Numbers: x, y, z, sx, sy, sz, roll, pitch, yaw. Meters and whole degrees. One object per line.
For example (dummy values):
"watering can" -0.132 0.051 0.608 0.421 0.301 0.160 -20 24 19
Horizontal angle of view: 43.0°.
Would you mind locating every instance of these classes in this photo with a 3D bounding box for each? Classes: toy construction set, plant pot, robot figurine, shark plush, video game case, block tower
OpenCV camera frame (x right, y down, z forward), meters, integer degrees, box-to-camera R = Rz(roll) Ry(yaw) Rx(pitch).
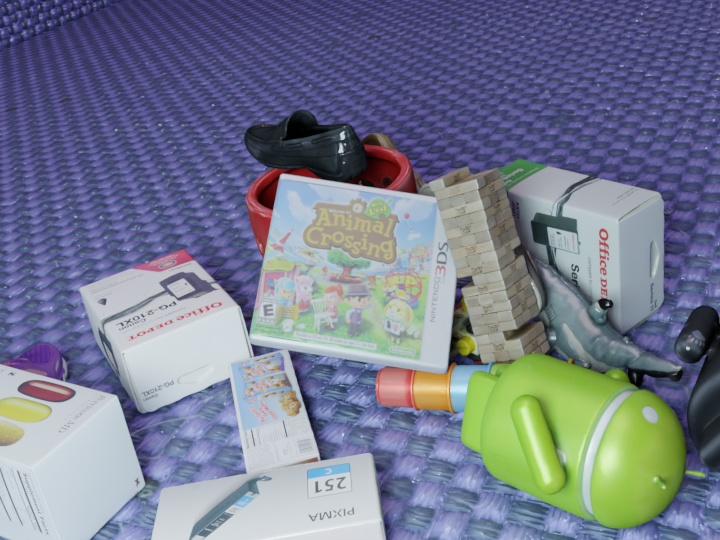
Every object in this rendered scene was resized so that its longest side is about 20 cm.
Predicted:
"toy construction set" 0.107 0.044 1.020 0.130 0.093 0.200 17 48 41
"plant pot" -0.024 -0.028 1.085 0.197 0.185 0.201 -7 27 4
"robot figurine" 0.181 0.141 0.769 0.198 0.118 0.174 17 12 41
"shark plush" 0.234 0.062 0.928 0.089 0.085 0.200 -8 27 -20
"video game case" 0.000 0.000 0.923 0.196 0.022 0.185 9 68 0
"robot figurine" 0.350 0.106 0.778 0.123 0.152 0.200 -9 21 37
"block tower" 0.131 -0.004 0.917 0.057 0.203 0.054 -13 9 40

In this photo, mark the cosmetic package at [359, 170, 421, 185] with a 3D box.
"cosmetic package" -0.014 -0.067 1.246 0.198 0.105 0.087 -24 31 -22

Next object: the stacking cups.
"stacking cups" 0.112 0.114 0.904 0.196 0.061 0.061 0 29 18

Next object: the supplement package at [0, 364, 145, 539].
"supplement package" -0.324 0.175 0.876 0.197 0.111 0.114 8 32 30

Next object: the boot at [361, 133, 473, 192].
"boot" 0.093 -0.102 1.196 0.154 0.202 0.072 -28 2 -36

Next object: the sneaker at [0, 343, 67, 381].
"sneaker" -0.407 0.131 1.013 0.079 0.090 0.200 3 29 25

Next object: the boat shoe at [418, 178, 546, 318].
"boat shoe" 0.142 -0.034 0.991 0.056 0.067 0.200 -22 56 -32

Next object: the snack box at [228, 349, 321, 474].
"snack box" -0.093 0.147 0.947 0.071 0.025 0.201 -14 28 -7

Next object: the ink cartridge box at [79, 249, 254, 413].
"ink cartridge box" -0.232 0.065 1.083 0.143 0.086 0.200 -22 30 -22

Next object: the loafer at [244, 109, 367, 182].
"loafer" -0.068 -0.155 1.068 0.068 0.071 0.199 -31 33 -33

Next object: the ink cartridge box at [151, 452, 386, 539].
"ink cartridge box" -0.075 0.236 0.754 0.196 0.045 0.177 -10 26 0

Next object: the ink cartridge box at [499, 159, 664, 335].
"ink cartridge box" 0.239 -0.030 1.044 0.082 0.149 0.199 -28 31 -32
